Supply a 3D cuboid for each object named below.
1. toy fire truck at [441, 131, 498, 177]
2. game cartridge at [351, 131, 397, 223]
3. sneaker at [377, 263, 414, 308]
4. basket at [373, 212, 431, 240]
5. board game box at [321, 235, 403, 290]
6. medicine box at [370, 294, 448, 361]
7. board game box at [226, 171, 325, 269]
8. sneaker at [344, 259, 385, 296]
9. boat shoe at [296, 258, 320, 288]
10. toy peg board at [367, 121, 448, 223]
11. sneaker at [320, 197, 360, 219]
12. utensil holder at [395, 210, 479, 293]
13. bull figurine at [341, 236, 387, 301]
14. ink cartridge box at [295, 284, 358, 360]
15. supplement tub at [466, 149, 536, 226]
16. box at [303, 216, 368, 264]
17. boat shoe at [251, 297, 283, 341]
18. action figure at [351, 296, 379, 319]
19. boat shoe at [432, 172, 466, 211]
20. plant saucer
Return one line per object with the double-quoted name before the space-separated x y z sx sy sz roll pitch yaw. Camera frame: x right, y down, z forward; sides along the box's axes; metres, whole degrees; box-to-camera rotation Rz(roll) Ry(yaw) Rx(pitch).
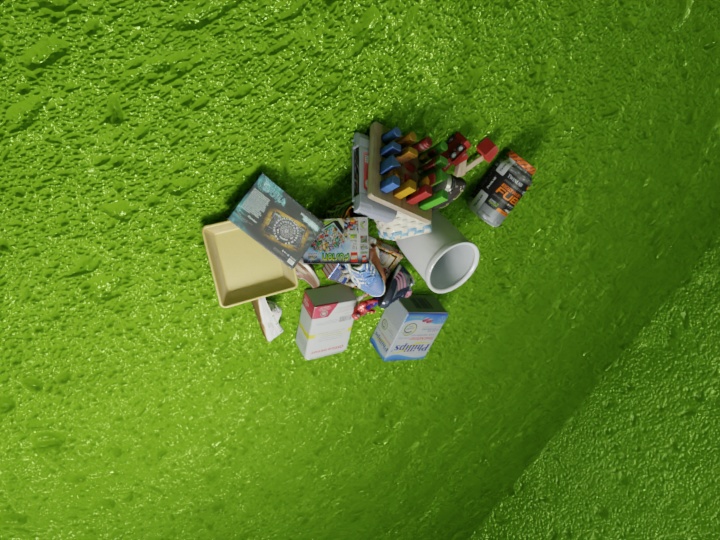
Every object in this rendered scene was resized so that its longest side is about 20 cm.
"toy fire truck" 0.271 -0.301 1.597 0.200 0.049 0.141 -44 141 10
"game cartridge" 0.038 -0.222 1.412 0.132 0.204 0.041 14 159 -41
"sneaker" 0.110 0.055 1.676 0.082 0.201 0.070 37 127 -4
"basket" 0.101 -0.187 1.528 0.173 0.139 0.204 -10 105 -22
"board game box" 0.008 -0.022 1.663 0.198 0.046 0.152 22 112 -44
"medicine box" 0.158 0.186 1.908 0.180 0.103 0.202 3 124 -36
"board game box" -0.196 -0.115 1.376 0.199 0.028 0.136 39 88 -23
"sneaker" 0.000 0.000 1.501 0.075 0.077 0.201 -37 118 5
"boat shoe" -0.174 -0.018 1.527 0.071 0.076 0.201 -34 129 3
"toy peg board" 0.124 -0.249 1.402 0.197 0.204 0.097 19 153 -36
"sneaker" -0.038 -0.134 1.467 0.199 0.078 0.078 -33 109 30
"utensil holder" 0.210 -0.065 1.651 0.167 0.201 0.172 -18 134 -19
"bull figurine" 0.013 -0.005 1.598 0.120 0.065 0.201 -30 135 -3
"ink cartridge box" -0.101 0.149 1.709 0.143 0.084 0.203 -8 130 -30
"supplement tub" 0.410 -0.238 1.694 0.121 0.123 0.201 18 115 -43
"box" -0.063 -0.072 1.428 0.034 0.198 0.112 -4 94 -47
"boat shoe" -0.249 0.112 1.591 0.068 0.071 0.202 -25 145 -15
"action figure" 0.037 0.094 1.690 0.199 0.052 0.066 -28 166 -47
"boat shoe" 0.214 -0.198 1.561 0.059 0.073 0.201 7 166 -16
"plant saucer" -0.265 -0.033 1.411 0.197 0.048 0.204 -15 106 -16
